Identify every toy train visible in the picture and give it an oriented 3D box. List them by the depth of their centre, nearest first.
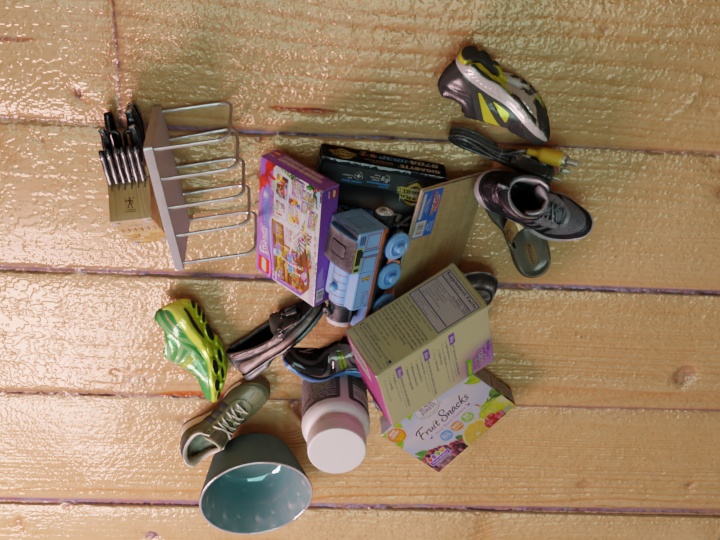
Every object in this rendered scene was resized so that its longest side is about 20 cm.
[{"bbox_3d":[0.000,0.000,1.592,0.113,0.087,0.202,-12,127,-37],"label":"toy train"}]

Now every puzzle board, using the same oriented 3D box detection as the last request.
[{"bbox_3d":[0.118,-0.053,1.643,0.150,0.017,0.202,-18,133,-41],"label":"puzzle board"}]

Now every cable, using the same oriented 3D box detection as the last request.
[{"bbox_3d":[0.229,-0.178,1.605,0.198,0.097,0.051,23,83,4],"label":"cable"}]

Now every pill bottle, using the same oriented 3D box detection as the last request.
[{"bbox_3d":[-0.042,0.229,1.751,0.112,0.201,0.114,-1,123,-2],"label":"pill bottle"}]

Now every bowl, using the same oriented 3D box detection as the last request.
[{"bbox_3d":[-0.188,0.361,1.872,0.198,0.106,0.202,-7,133,-7],"label":"bowl"}]

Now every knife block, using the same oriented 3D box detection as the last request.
[{"bbox_3d":[-0.337,-0.145,1.590,0.063,0.178,0.200,-5,168,1],"label":"knife block"}]

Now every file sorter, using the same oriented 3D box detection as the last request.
[{"bbox_3d":[-0.228,-0.129,1.552,0.123,0.139,0.202,-9,123,1],"label":"file sorter"}]

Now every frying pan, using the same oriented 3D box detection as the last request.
[{"bbox_3d":[0.136,0.047,1.717,0.188,0.031,0.115,-9,146,-15],"label":"frying pan"}]

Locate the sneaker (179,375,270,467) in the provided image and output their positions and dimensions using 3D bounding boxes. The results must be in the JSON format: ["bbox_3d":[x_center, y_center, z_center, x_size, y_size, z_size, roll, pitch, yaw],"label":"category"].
[{"bbox_3d":[-0.234,0.268,1.830,0.199,0.090,0.067,-36,117,18],"label":"sneaker"}]

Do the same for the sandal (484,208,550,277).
[{"bbox_3d":[0.250,-0.062,1.670,0.081,0.055,0.201,-20,121,6],"label":"sandal"}]

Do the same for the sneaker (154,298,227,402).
[{"bbox_3d":[-0.278,0.130,1.761,0.083,0.074,0.201,-6,122,22],"label":"sneaker"}]

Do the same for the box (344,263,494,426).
[{"bbox_3d":[0.095,0.116,1.636,0.199,0.097,0.176,-31,147,-8],"label":"box"}]

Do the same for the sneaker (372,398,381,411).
[{"bbox_3d":[0.083,0.154,1.799,0.096,0.079,0.200,44,108,-6],"label":"sneaker"}]

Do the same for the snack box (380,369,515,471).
[{"bbox_3d":[0.150,0.247,1.862,0.142,0.053,0.200,35,114,-21],"label":"snack box"}]

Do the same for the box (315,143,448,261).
[{"bbox_3d":[0.020,-0.100,1.638,0.198,0.046,0.160,9,121,-10],"label":"box"}]

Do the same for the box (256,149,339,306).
[{"bbox_3d":[-0.097,-0.063,1.609,0.039,0.136,0.202,-25,134,-40],"label":"box"}]

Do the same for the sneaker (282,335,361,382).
[{"bbox_3d":[-0.031,0.132,1.720,0.197,0.071,0.083,-1,122,-17],"label":"sneaker"}]

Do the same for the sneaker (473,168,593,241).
[{"bbox_3d":[0.270,-0.091,1.578,0.198,0.114,0.076,21,92,-14],"label":"sneaker"}]

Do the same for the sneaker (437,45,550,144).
[{"bbox_3d":[0.196,-0.246,1.552,0.199,0.075,0.084,37,134,-24],"label":"sneaker"}]

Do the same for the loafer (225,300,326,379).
[{"bbox_3d":[-0.142,0.104,1.747,0.063,0.072,0.200,40,114,-18],"label":"loafer"}]
